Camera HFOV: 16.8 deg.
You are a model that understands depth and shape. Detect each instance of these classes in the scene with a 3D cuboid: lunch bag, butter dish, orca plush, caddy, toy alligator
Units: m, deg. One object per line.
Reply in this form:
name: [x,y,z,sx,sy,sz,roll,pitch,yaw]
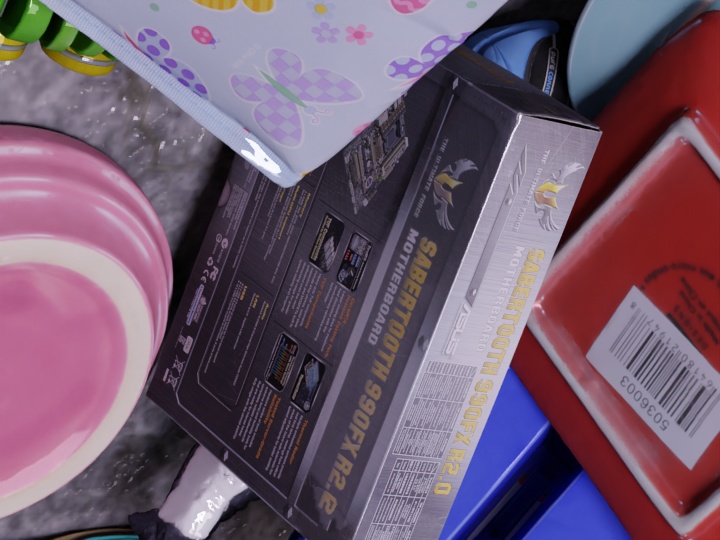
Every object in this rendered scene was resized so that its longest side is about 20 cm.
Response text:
lunch bag: [-0.038,-0.158,0.847,0.200,0.127,0.170,35,132,-15]
butter dish: [0.179,0.014,1.046,0.148,0.200,0.200,-14,152,-48]
orca plush: [-0.010,0.068,1.099,0.071,0.105,0.200,34,87,-43]
caddy: [0.048,0.133,1.117,0.200,0.141,0.105,-47,173,-15]
toy alligator: [-0.132,-0.106,0.906,0.200,0.054,0.059,6,119,-39]

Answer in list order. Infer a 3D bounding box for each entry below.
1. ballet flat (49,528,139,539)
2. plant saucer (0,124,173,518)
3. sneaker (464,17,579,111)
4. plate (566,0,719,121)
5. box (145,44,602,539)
ballet flat: [-0.148,0.159,1.135,0.200,0.069,0.063,4,150,-35]
plant saucer: [-0.165,0.036,1.016,0.200,0.051,0.201,-19,133,-21]
sneaker: [0.093,-0.030,1.129,0.083,0.071,0.200,-19,131,-13]
plate: [0.187,-0.100,1.043,0.200,0.026,0.200,-10,142,-8]
box: [0.000,0.000,1.002,0.048,0.158,0.200,8,108,-41]
